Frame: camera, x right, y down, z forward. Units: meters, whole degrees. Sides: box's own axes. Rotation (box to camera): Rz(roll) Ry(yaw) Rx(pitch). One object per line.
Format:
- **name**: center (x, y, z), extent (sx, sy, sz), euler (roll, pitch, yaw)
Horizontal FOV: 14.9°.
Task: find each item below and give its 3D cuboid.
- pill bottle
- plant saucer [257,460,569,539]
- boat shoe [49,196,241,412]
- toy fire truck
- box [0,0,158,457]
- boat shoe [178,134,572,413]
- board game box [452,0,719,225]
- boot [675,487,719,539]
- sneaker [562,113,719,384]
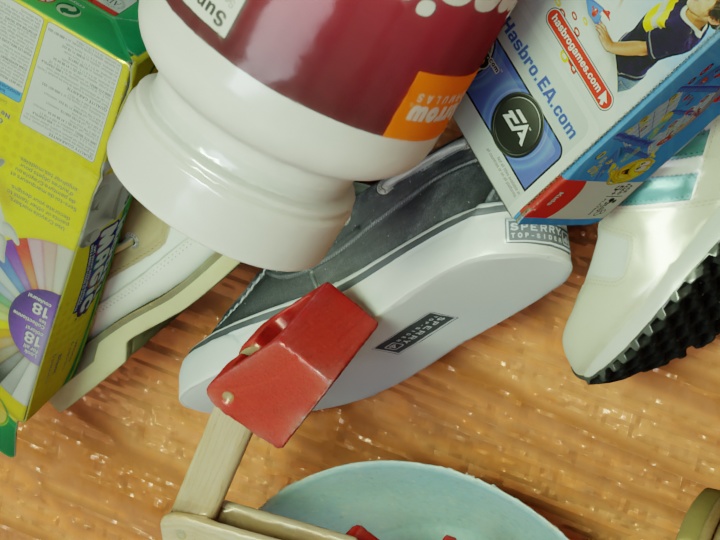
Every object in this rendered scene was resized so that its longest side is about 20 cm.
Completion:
- **pill bottle**: center (-0.003, -0.105, 0.900), extent (0.113, 0.113, 0.201), euler (35, 112, 12)
- **plant saucer**: center (0.032, 0.166, 1.110), extent (0.200, 0.039, 0.203), euler (8, 109, 24)
- **boat shoe**: center (-0.078, -0.021, 1.085), extent (0.200, 0.075, 0.069), euler (-39, 93, 31)
- **toy fire truck**: center (-0.027, 0.115, 1.051), extent (0.141, 0.049, 0.200), euler (41, 125, -1)
- **box**: center (-0.147, -0.032, 1.051), extent (0.117, 0.048, 0.201), euler (31, 124, 12)
- **boat shoe**: center (0.000, 0.000, 1.061), extent (0.200, 0.071, 0.068), euler (-31, 57, 43)
- **board game box**: center (0.085, -0.153, 0.939), extent (0.196, 0.056, 0.201), euler (-42, 65, 30)
- **boot**: center (0.215, 0.170, 1.012), extent (0.199, 0.066, 0.176), euler (7, 121, 25)
- **sneaker**: center (0.123, -0.052, 0.992), extent (0.093, 0.070, 0.200), euler (49, 123, 25)
